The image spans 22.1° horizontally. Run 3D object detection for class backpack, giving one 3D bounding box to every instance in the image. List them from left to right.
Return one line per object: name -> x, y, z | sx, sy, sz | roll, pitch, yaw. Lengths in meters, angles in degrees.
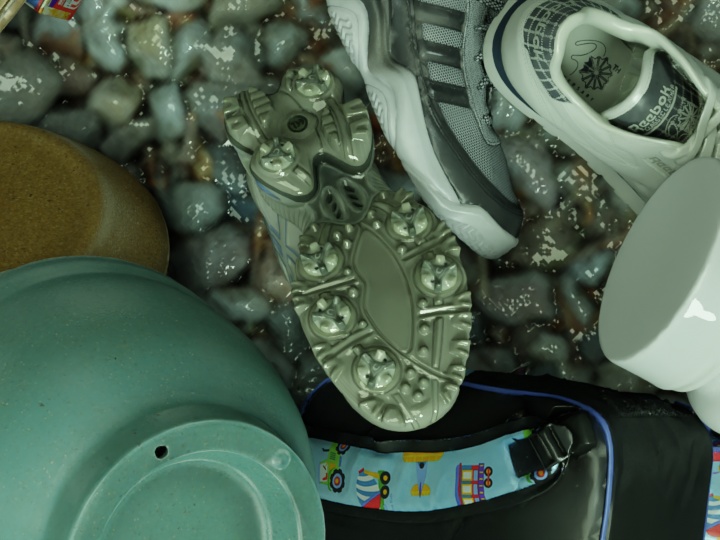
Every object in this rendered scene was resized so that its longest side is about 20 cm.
backpack -> 0.057, 0.131, 0.848 | 0.200, 0.134, 0.183 | 7, 94, 44

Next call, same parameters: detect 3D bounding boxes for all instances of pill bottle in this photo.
pill bottle -> 0.212, 0.035, 0.788 | 0.200, 0.114, 0.114 | 25, 98, -13

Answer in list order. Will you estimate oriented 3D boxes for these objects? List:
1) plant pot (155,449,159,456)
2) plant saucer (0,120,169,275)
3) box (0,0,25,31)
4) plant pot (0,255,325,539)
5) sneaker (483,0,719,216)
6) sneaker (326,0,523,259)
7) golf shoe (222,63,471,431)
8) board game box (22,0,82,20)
plant pot -> -0.206, 0.104, 0.906 | 0.200, 0.141, 0.141 | -21, 88, 2
plant saucer -> -0.192, -0.014, 0.873 | 0.200, 0.200, 0.035 | 7, 134, 12
box -> -0.213, -0.226, 0.898 | 0.200, 0.021, 0.164 | 42, 100, 9
plant pot -> -0.097, 0.104, 0.777 | 0.200, 0.134, 0.200 | -8, 105, -31
sneaker -> 0.147, -0.058, 0.823 | 0.200, 0.080, 0.076 | 28, 88, -16
sneaker -> 0.055, -0.112, 0.867 | 0.114, 0.075, 0.200 | -26, 87, 11
golf shoe -> 0.000, 0.000, 0.849 | 0.078, 0.097, 0.200 | -18, 55, -6
board game box -> -0.163, -0.251, 0.922 | 0.151, 0.046, 0.200 | 34, 99, 9
